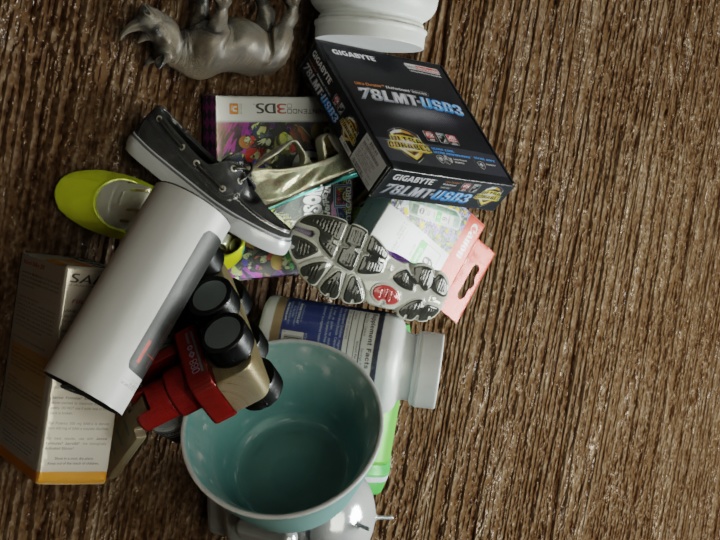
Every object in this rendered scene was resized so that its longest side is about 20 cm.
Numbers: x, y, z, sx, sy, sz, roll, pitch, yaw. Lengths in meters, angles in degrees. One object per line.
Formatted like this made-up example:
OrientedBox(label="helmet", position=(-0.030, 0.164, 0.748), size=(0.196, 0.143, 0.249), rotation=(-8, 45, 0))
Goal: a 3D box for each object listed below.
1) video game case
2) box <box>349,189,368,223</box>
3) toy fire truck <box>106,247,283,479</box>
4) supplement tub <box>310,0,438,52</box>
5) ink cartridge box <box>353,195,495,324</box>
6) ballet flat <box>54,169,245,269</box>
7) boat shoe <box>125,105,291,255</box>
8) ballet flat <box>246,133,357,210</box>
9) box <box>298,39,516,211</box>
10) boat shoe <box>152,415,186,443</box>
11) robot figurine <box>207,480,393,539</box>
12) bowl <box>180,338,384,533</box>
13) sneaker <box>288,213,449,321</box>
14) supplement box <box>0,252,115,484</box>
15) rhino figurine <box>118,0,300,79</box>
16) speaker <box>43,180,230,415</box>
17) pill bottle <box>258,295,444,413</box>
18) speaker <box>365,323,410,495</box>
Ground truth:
OrientedBox(label="video game case", position=(-0.089, -0.093, 1.245), size=(0.180, 0.036, 0.202), rotation=(-5, 99, -35))
OrientedBox(label="box", position=(0.068, -0.104, 1.352), size=(0.200, 0.050, 0.075), rotation=(-49, 121, -22))
OrientedBox(label="toy fire truck", position=(-0.189, 0.092, 1.076), size=(0.199, 0.177, 0.129), rotation=(-27, 137, 0))
OrientedBox(label="supplement tub", position=(0.019, -0.348, 1.221), size=(0.144, 0.145, 0.202), rotation=(2, 96, -36))
OrientedBox(label="ink cartridge box", position=(0.087, -0.029, 1.311), size=(0.200, 0.050, 0.110), rotation=(39, 75, -31))
OrientedBox(label="ballet flat", position=(-0.204, -0.054, 1.120), size=(0.199, 0.067, 0.067), rotation=(23, 73, -21))
OrientedBox(label="boat shoe", position=(-0.143, -0.095, 1.131), size=(0.067, 0.199, 0.070), rotation=(-55, 171, 12))
OrientedBox(label="ballet flat", position=(-0.047, -0.117, 1.211), size=(0.199, 0.067, 0.063), rotation=(-23, 100, -31))
OrientedBox(label="box", position=(0.053, -0.161, 1.249), size=(0.199, 0.200, 0.050), rotation=(4, 140, -41))
OrientedBox(label="boat shoe", position=(-0.179, 0.080, 1.175), size=(0.068, 0.073, 0.201), rotation=(63, 25, -64))
OrientedBox(label="robot figurine", position=(-0.069, 0.259, 1.212), size=(0.169, 0.198, 0.114), rotation=(-27, 118, -65))
OrientedBox(label="bowl", position=(-0.072, 0.180, 1.125), size=(0.201, 0.200, 0.106), rotation=(-41, 148, -24))
OrientedBox(label="sneaker", position=(0.000, 0.000, 1.204), size=(0.199, 0.083, 0.081), rotation=(27, 89, -31))
OrientedBox(label="supplement box", position=(-0.284, 0.090, 1.072), size=(0.073, 0.126, 0.202), rotation=(7, 93, -36))
OrientedBox(label="rhino figurine", position=(-0.154, -0.242, 1.161), size=(0.198, 0.060, 0.088), rotation=(-9, 112, -32))
OrientedBox(label="speaker", position=(-0.198, 0.025, 1.000), size=(0.081, 0.081, 0.201), rotation=(39, 71, -33))
OrientedBox(label="pill bottle", position=(-0.011, 0.095, 1.224), size=(0.198, 0.111, 0.112), rotation=(9, 92, 4))
OrientedBox(label="speaker", position=(0.006, 0.156, 1.322), size=(0.088, 0.088, 0.202), rotation=(9, 91, -37))
